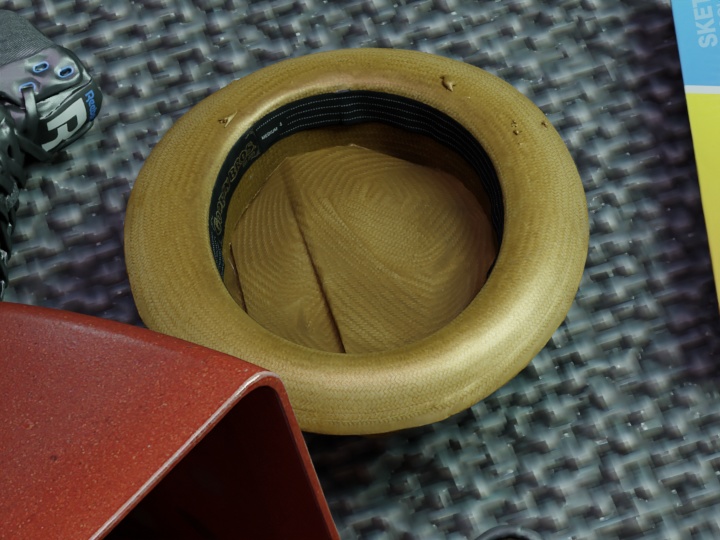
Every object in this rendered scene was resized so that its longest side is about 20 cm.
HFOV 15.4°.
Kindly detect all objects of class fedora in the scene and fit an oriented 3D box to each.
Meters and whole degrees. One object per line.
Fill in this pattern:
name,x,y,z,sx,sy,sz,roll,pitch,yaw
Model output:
fedora,0.000,0.000,1.079,0.199,0.082,0.201,-3,50,3

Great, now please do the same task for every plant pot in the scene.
plant pot,-0.133,0.126,0.948,0.176,0.200,0.200,28,61,36

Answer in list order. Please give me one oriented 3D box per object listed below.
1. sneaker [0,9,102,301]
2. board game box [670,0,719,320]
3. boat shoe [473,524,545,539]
sneaker,-0.155,-0.040,1.121,0.111,0.073,0.200,-20,55,-8
board game box,0.214,-0.061,1.114,0.152,0.040,0.201,-11,55,9
boat shoe,0.039,0.186,0.961,0.074,0.060,0.201,13,58,11
